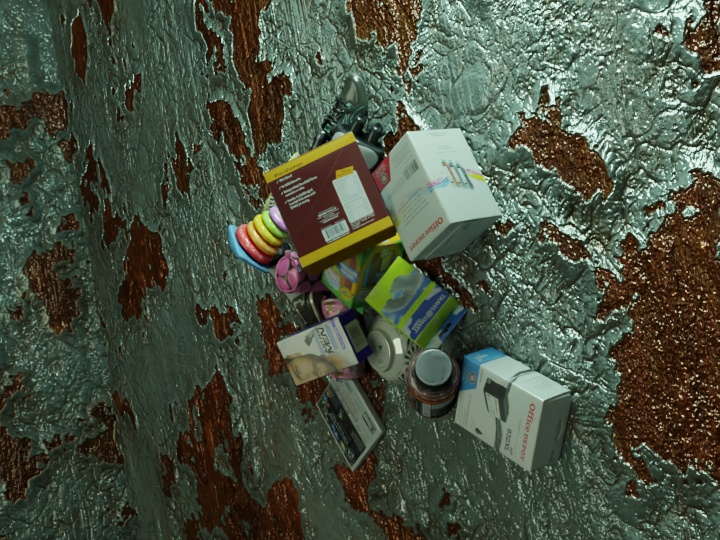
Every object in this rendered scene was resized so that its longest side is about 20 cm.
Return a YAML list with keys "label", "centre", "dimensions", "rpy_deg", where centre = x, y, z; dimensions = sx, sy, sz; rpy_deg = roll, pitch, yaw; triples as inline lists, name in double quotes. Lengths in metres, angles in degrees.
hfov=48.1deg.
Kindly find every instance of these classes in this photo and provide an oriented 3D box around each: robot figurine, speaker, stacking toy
- label: "robot figurine"
  centre: [-0.023, -0.235, 1.745]
  dimensions: [0.150, 0.124, 0.202]
  rpy_deg: [42, 113, 34]
- label: "speaker"
  centre: [-0.154, 0.031, 1.944]
  dimensions: [0.081, 0.081, 0.201]
  rpy_deg: [23, 152, 48]
- label: "stacking toy"
  centre: [-0.194, -0.102, 1.820]
  dimensions: [0.200, 0.109, 0.117]
  rpy_deg: [-43, 46, 17]

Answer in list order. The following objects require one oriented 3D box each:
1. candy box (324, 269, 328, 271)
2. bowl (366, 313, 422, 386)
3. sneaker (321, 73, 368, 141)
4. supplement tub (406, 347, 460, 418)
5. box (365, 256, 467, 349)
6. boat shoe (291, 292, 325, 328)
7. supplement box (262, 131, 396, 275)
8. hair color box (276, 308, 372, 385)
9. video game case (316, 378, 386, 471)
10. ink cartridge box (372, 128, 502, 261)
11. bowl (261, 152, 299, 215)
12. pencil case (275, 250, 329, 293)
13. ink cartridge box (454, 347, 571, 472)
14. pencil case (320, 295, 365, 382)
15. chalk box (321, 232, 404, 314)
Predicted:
- label: "candy box"
  centre: [-0.100, -0.094, 1.780]
  dimensions: [0.201, 0.055, 0.119]
  rpy_deg: [-116, 37, -64]
- label: "bowl"
  centre: [0.071, 0.165, 1.743]
  dimensions: [0.199, 0.093, 0.205]
  rpy_deg: [15, 108, 52]
- label: "sneaker"
  centre: [-0.038, -0.336, 1.798]
  dimensions: [0.075, 0.078, 0.203]
  rpy_deg: [35, 123, 43]
- label: "supplement tub"
  centre: [0.142, 0.216, 1.579]
  dimensions: [0.201, 0.106, 0.108]
  rpy_deg: [80, 164, -66]
- label: "box"
  centre: [0.111, 0.070, 1.662]
  dimensions: [0.123, 0.048, 0.199]
  rpy_deg: [-51, 47, -1]
- label: "boat shoe"
  centre: [-0.107, 0.136, 1.944]
  dimensions: [0.056, 0.067, 0.202]
  rpy_deg: [-12, 121, 14]
- label: "supplement box"
  centre: [-0.058, -0.129, 1.597]
  dimensions: [0.133, 0.195, 0.203]
  rpy_deg: [49, -163, -82]
- label: "hair color box"
  centre: [-0.080, 0.169, 1.761]
  dimensions: [0.198, 0.065, 0.111]
  rpy_deg: [-25, 92, 39]
- label: "video game case"
  centre: [-0.026, 0.356, 1.970]
  dimensions: [0.201, 0.023, 0.183]
  rpy_deg: [57, 137, 27]
- label: "ink cartridge box"
  centre: [0.144, -0.144, 1.539]
  dimensions: [0.145, 0.143, 0.203]
  rpy_deg: [-43, 63, 48]
- label: "bowl"
  centre: [-0.157, -0.169, 1.932]
  dimensions: [0.093, 0.202, 0.202]
  rpy_deg: [28, 129, -1]
- label: "pencil case"
  centre: [-0.098, 0.001, 1.848]
  dimensions: [0.090, 0.198, 0.096]
  rpy_deg: [-8, 86, 41]
- label: "ink cartridge box"
  centre: [0.277, 0.254, 1.494]
  dimensions: [0.199, 0.083, 0.148]
  rpy_deg: [28, 118, 47]
- label: "pencil case"
  centre: [-0.041, 0.157, 1.897]
  dimensions: [0.082, 0.085, 0.204]
  rpy_deg: [-8, 88, 60]
- label: "chalk box"
  centre: [0.000, 0.000, 1.777]
  dimensions: [0.124, 0.122, 0.203]
  rpy_deg: [39, 126, 40]
